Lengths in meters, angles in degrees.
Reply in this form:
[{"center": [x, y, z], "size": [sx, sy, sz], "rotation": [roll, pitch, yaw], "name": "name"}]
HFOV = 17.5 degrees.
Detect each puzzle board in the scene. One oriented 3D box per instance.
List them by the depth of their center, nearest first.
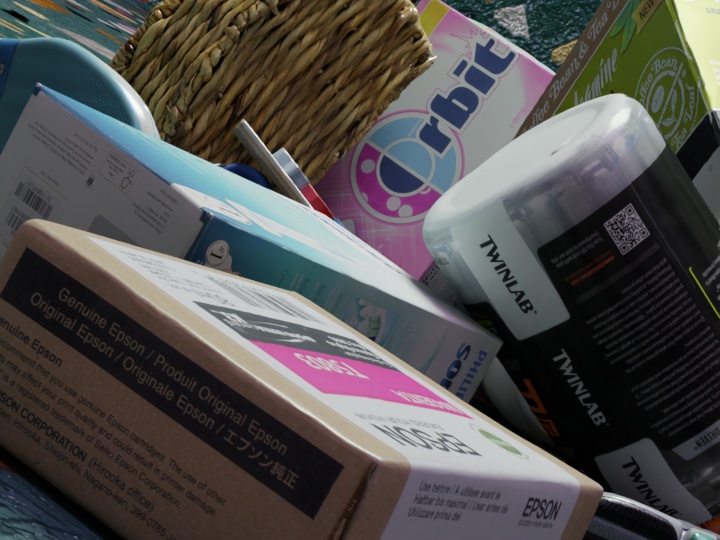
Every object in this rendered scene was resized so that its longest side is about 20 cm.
[{"center": [0.000, 0.000, 1.269], "size": [0.151, 0.017, 0.200], "rotation": [51, 0, 15], "name": "puzzle board"}]

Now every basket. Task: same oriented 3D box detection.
[{"center": [-0.085, -0.128, 1.381], "size": [0.149, 0.200, 0.143], "rotation": [36, -12, 40], "name": "basket"}]

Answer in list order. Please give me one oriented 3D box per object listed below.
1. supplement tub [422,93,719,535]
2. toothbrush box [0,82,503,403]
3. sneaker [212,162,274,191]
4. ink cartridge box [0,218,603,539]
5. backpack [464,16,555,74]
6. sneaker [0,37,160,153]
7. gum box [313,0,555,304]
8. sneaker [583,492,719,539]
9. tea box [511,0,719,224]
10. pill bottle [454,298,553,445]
[{"center": [0.128, 0.028, 1.102], "size": [0.200, 0.122, 0.123], "rotation": [57, 3, -9], "name": "supplement tub"}, {"center": [-0.057, 0.009, 1.050], "size": [0.200, 0.085, 0.146], "rotation": [22, 10, -46], "name": "toothbrush box"}, {"center": [-0.063, -0.015, 1.237], "size": [0.075, 0.079, 0.200], "rotation": [32, 7, 19], "name": "sneaker"}, {"center": [-0.026, 0.063, 0.837], "size": [0.165, 0.075, 0.200], "rotation": [31, 6, 27], "name": "ink cartridge box"}, {"center": [0.058, -0.065, 1.570], "size": [0.176, 0.200, 0.153], "rotation": [23, 6, -42], "name": "backpack"}, {"center": [-0.148, -0.072, 1.227], "size": [0.200, 0.080, 0.130], "rotation": [22, 0, 39], "name": "sneaker"}, {"center": [0.033, -0.053, 1.439], "size": [0.113, 0.200, 0.066], "rotation": [35, -3, 26], "name": "gum box"}, {"center": [0.168, 0.147, 1.036], "size": [0.200, 0.075, 0.088], "rotation": [28, 2, -3], "name": "sneaker"}, {"center": [0.188, -0.036, 1.260], "size": [0.133, 0.200, 0.197], "rotation": [6, 50, -24], "name": "tea box"}, {"center": [0.120, 0.044, 1.429], "size": [0.109, 0.109, 0.200], "rotation": [27, 7, -12], "name": "pill bottle"}]
